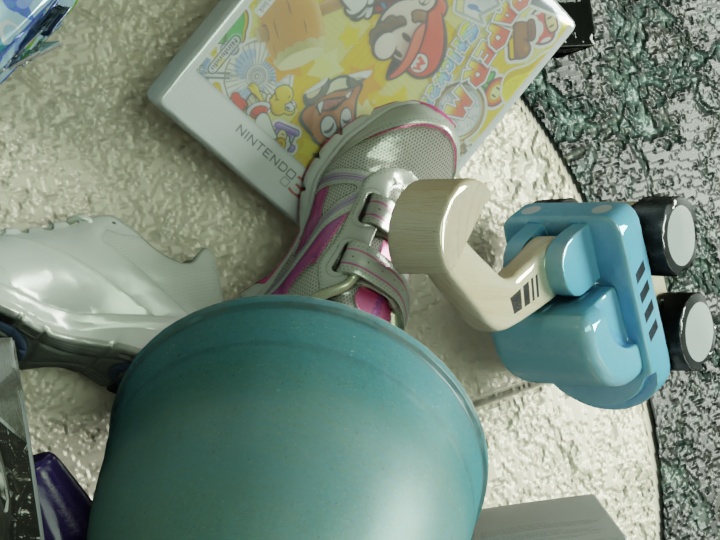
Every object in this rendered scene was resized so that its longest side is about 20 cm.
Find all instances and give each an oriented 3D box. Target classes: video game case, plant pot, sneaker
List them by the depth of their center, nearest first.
[{"bbox_3d":[-0.045,0.144,0.827,0.200,0.200,0.188,45,27,-18],"label":"plant pot"},{"bbox_3d":[-0.162,0.010,0.912,0.200,0.074,0.087,17,59,-29],"label":"sneaker"},{"bbox_3d":[0.000,0.000,0.952,0.081,0.088,0.200,32,89,-34],"label":"sneaker"},{"bbox_3d":[0.006,-0.120,0.977,0.182,0.023,0.200,41,86,-34],"label":"video game case"}]

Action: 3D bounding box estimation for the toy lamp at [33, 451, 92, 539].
[{"bbox_3d":[-0.139,0.192,0.904,0.058,0.058,0.200,-24,98,-29],"label":"toy lamp"}]

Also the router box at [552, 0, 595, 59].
[{"bbox_3d":[0.040,-0.199,1.043,0.200,0.051,0.149,-6,88,-28],"label":"router box"}]

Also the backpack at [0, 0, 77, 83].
[{"bbox_3d":[-0.229,-0.141,0.851,0.200,0.154,0.163,-48,115,-11],"label":"backpack"}]

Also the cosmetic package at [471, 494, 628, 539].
[{"bbox_3d":[0.106,0.189,0.952,0.085,0.200,0.108,-8,87,2],"label":"cosmetic package"}]

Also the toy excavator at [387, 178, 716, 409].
[{"bbox_3d":[0.106,0.011,0.979,0.200,0.100,0.195,-39,121,-45],"label":"toy excavator"}]

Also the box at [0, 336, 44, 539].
[{"bbox_3d":[-0.253,0.112,0.807,0.200,0.048,0.159,0,59,-24],"label":"box"}]
